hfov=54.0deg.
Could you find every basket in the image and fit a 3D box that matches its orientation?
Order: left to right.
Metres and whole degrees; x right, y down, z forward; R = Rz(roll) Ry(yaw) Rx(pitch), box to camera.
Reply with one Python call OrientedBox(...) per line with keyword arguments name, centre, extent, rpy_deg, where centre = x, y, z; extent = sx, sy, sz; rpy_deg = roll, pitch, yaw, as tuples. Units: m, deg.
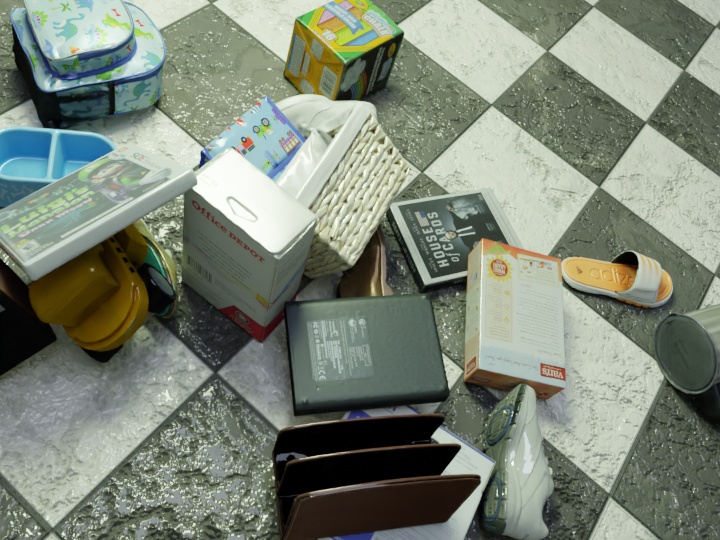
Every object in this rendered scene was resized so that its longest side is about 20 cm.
OrientedBox(name="basket", centre=(-0.039, -0.102, 0.962), extent=(0.123, 0.134, 0.202), rpy_deg=(44, 61, -21))

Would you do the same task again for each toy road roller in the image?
OrientedBox(name="toy road roller", centre=(-0.319, -0.003, 0.812), extent=(0.122, 0.146, 0.201), rpy_deg=(-39, 74, 2))

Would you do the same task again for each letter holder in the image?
OrientedBox(name="letter holder", centre=(-0.431, 0.010, 0.742), extent=(0.099, 0.201, 0.143), rpy_deg=(-32, 67, -13))
OrientedBox(name="letter holder", centre=(0.013, 0.209, 0.757), extent=(0.194, 0.144, 0.103), rpy_deg=(-1, 55, -16))

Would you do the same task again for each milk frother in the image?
OrientedBox(name="milk frother", centre=(0.574, 0.111, 1.022), extent=(0.183, 0.201, 0.184), rpy_deg=(-11, 64, -24))

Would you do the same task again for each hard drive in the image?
OrientedBox(name="hard drive", centre=(0.007, 0.102, 0.891), extent=(0.194, 0.033, 0.143), rpy_deg=(-3, 63, -13))

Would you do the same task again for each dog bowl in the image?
OrientedBox(name="dog bowl", centre=(-0.417, -0.141, 0.962), extent=(0.194, 0.050, 0.114), rpy_deg=(3, 56, -17))

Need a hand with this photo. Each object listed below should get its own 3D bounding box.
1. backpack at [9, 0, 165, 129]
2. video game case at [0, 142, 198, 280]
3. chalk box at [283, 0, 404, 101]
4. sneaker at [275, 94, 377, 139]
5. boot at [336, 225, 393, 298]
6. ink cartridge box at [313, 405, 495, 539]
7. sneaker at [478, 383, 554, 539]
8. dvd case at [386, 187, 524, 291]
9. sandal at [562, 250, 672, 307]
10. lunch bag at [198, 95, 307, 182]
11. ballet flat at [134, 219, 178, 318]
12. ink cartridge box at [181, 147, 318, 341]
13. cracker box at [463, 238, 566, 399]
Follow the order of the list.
OrientedBox(name="backpack", centre=(-0.388, -0.319, 1.031), extent=(0.196, 0.148, 0.186), rpy_deg=(-17, 66, -30))
OrientedBox(name="video game case", centre=(-0.302, -0.075, 0.783), extent=(0.198, 0.024, 0.180), rpy_deg=(-37, 37, -26))
OrientedBox(name="chalk box", centre=(-0.015, -0.377, 1.205), extent=(0.124, 0.126, 0.199), rpy_deg=(42, 54, 13))
OrientedBox(name="sneaker", centre=(-0.055, -0.222, 1.126), extent=(0.194, 0.075, 0.091), rpy_deg=(-5, 70, -22))
OrientedBox(name="boot", centre=(0.000, 0.000, 0.995), extent=(0.073, 0.074, 0.205), rpy_deg=(-3, 60, -8))
OrientedBox(name="ink cartridge box", centre=(0.039, 0.265, 0.842), extent=(0.195, 0.047, 0.201), rpy_deg=(31, 52, 7))
OrientedBox(name="sneaker", centre=(0.204, 0.245, 0.903), extent=(0.085, 0.074, 0.204), rpy_deg=(24, 59, -15))
OrientedBox(name="dvd case", centre=(0.152, -0.053, 1.103), extent=(0.195, 0.025, 0.153), rpy_deg=(-10, 61, -25))
OrientedBox(name="sandal", centre=(0.421, 0.006, 1.128), extent=(0.200, 0.060, 0.081), rpy_deg=(7, 55, -14))
OrientedBox(name="lunch bag", centre=(-0.124, -0.124, 1.036), extent=(0.200, 0.094, 0.151), rpy_deg=(43, 55, -4))
OrientedBox(name="ballet flat", centre=(-0.286, -0.026, 0.924), extent=(0.070, 0.071, 0.200), rpy_deg=(-33, 74, -33))
OrientedBox(name="ink cartridge box", centre=(-0.143, -0.025, 0.878), extent=(0.146, 0.202, 0.086), rpy_deg=(37, 54, 9))
OrientedBox(name="cracker box", centre=(0.219, 0.068, 1.009), extent=(0.130, 0.058, 0.205), rpy_deg=(14, 60, -11))
